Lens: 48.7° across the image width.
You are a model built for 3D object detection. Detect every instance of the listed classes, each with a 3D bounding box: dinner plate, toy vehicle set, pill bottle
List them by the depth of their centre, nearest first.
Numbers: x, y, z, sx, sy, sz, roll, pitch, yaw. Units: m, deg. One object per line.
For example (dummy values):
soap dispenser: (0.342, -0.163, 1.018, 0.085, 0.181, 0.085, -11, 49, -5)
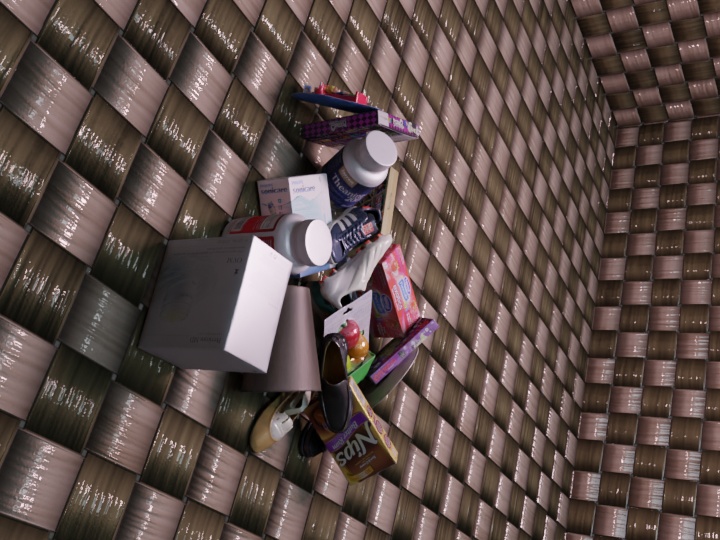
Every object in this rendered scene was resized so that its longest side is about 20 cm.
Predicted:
pill bottle: (-0.157, -0.048, 1.493, 0.112, 0.198, 0.114, 4, 85, -57)
pill bottle: (-0.010, -0.215, 1.715, 0.110, 0.200, 0.112, 16, 59, -30)
toy vehicle set: (0.026, -0.132, 1.825, 0.026, 0.124, 0.202, 32, 48, -29)
dinner plate: (0.061, 0.248, 1.859, 0.024, 0.200, 0.201, 43, 45, -6)

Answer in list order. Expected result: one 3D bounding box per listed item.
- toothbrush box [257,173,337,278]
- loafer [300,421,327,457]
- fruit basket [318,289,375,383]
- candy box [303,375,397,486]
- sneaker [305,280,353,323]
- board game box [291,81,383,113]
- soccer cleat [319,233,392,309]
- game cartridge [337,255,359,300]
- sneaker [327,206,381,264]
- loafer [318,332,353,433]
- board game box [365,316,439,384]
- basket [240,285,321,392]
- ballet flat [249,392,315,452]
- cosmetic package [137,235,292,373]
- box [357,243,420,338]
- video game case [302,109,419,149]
toothbrush box: (-0.128, -0.094, 1.645, 0.146, 0.084, 0.203, -19, 106, -58)
loafer: (-0.059, 0.341, 1.754, 0.200, 0.062, 0.073, -40, 123, -51)
fruit basket: (-0.037, 0.160, 1.736, 0.185, 0.093, 0.203, -31, 128, -50)
candy box: (-0.019, 0.339, 1.676, 0.201, 0.116, 0.057, 58, 12, -9)
sneaker: (-0.044, 0.087, 1.774, 0.200, 0.079, 0.072, 46, 49, -47)
board game box: (-0.044, -0.370, 1.683, 0.198, 0.158, 0.039, 9, 94, -22)
soccer cleat: (0.000, 0.000, 1.692, 0.200, 0.069, 0.078, -40, 88, -17)
game cartridge: (-0.001, 0.006, 1.892, 0.133, 0.040, 0.202, -42, 122, -46)
sneaker: (-0.013, -0.082, 1.685, 0.201, 0.084, 0.076, -59, 139, -50)
loafer: (-0.055, 0.227, 1.594, 0.072, 0.072, 0.203, 32, 51, -85)
board game box: (0.086, 0.183, 1.858, 0.200, 0.120, 0.032, -41, 103, -12)
basket: (-0.155, 0.136, 1.557, 0.179, 0.135, 0.203, 8, 77, -50)
ballet flat: (-0.152, 0.287, 1.609, 0.200, 0.062, 0.069, -54, 131, -44)
cosmetic package: (-0.245, 0.058, 1.348, 0.123, 0.197, 0.202, 37, 58, -51)
box: (0.059, 0.048, 1.864, 0.100, 0.094, 0.202, -46, 127, -49)
video game case: (0.002, -0.307, 1.761, 0.180, 0.198, 0.036, 2, 85, -57)
